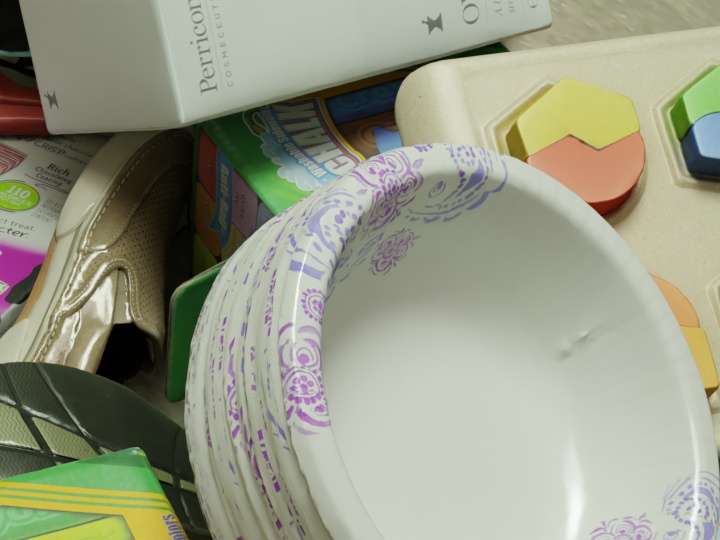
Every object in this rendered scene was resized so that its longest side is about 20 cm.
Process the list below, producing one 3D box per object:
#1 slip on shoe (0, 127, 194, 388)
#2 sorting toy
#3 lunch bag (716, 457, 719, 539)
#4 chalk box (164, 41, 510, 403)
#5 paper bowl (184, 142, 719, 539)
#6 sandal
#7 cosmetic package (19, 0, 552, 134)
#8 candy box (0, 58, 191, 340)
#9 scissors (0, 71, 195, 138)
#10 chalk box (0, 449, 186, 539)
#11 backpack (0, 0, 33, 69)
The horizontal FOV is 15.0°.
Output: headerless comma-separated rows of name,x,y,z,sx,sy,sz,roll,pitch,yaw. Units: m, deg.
slip on shoe,-0.108,0.022,1.161,0.060,0.076,0.200,15,55,21
sorting toy,0.130,-0.015,1.106,0.199,0.037,0.186,-10,69,-13
lunch bag,0.160,0.090,1.133,0.160,0.083,0.200,-22,46,-26
chalk box,0.000,0.000,1.186,0.199,0.125,0.124,-15,44,-25
paper bowl,0.025,0.064,0.977,0.200,0.104,0.201,19,57,-32
sandal,-0.081,0.097,1.086,0.200,0.057,0.080,23,34,-26
cosmetic package,-0.044,-0.177,1.166,0.199,0.200,0.123,-18,11,-31
candy box,-0.182,-0.013,1.229,0.136,0.061,0.200,21,42,19
scissors,-0.133,-0.075,1.250,0.199,0.014,0.073,0,36,-3
chalk box,-0.150,0.165,0.955,0.199,0.124,0.125,-13,43,-22
backpack,-0.137,-0.216,1.275,0.175,0.201,0.153,-22,18,-8
